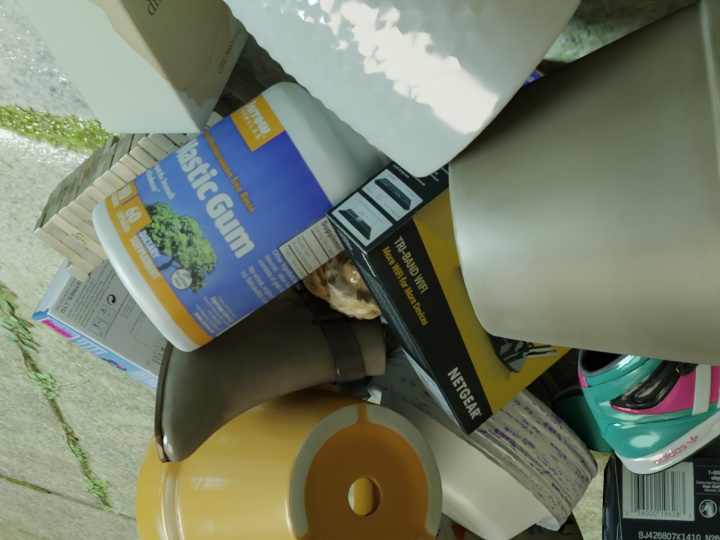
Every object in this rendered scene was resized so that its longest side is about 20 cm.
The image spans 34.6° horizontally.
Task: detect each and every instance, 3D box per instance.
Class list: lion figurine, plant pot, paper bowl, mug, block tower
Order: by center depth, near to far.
[{"bbox_3d":[0.142,-0.037,0.592,0.172,0.202,0.201,-8,141,18],"label":"plant pot"},{"bbox_3d":[0.000,-0.160,0.597,0.175,0.148,0.200,37,177,-11],"label":"mug"},{"bbox_3d":[-0.154,-0.073,0.824,0.199,0.054,0.058,-36,120,28],"label":"block tower"},{"bbox_3d":[-0.051,-0.028,0.835,0.198,0.123,0.073,6,147,25],"label":"lion figurine"},{"bbox_3d":[-0.040,0.167,0.846,0.199,0.202,0.183,34,156,-22],"label":"plant pot"},{"bbox_3d":[0.090,0.148,0.966,0.200,0.105,0.201,35,167,9],"label":"paper bowl"}]

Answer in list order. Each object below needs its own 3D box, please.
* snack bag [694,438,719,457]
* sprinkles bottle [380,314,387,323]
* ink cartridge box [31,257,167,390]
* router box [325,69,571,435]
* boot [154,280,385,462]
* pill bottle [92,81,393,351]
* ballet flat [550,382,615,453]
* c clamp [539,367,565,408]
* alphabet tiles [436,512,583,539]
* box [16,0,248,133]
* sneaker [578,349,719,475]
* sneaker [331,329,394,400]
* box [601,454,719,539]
[{"bbox_3d":[0.310,0.103,0.921,0.187,0.022,0.200,0,143,32],"label":"snack bag"},{"bbox_3d":[0.000,0.000,0.902,0.198,0.069,0.068,17,150,6],"label":"sprinkles bottle"},{"bbox_3d":[-0.150,0.031,0.966,0.199,0.137,0.076,33,164,-19],"label":"ink cartridge box"},{"bbox_3d":[0.085,-0.008,0.745,0.052,0.157,0.201,44,169,45],"label":"router box"},{"bbox_3d":[-0.054,0.063,0.795,0.144,0.201,0.071,-2,118,2],"label":"boot"},{"bbox_3d":[-0.059,-0.048,0.734,0.113,0.199,0.112,55,179,1],"label":"pill bottle"},{"bbox_3d":[0.227,0.102,0.888,0.068,0.062,0.199,58,150,-9],"label":"ballet flat"},{"bbox_3d":[0.136,0.086,0.988,0.169,0.027,0.201,6,148,31],"label":"c clamp"},{"bbox_3d":[0.116,0.219,1.037,0.165,0.201,0.008,1,133,-19],"label":"alphabet tiles"},{"bbox_3d":[-0.150,-0.181,0.684,0.077,0.096,0.201,4,147,25],"label":"box"},{"bbox_3d":[0.220,0.031,0.752,0.200,0.084,0.121,-41,112,9],"label":"sneaker"},{"bbox_3d":[-0.021,0.080,0.978,0.076,0.083,0.200,20,170,25],"label":"sneaker"},{"bbox_3d":[0.264,0.213,0.963,0.121,0.107,0.200,1,167,10],"label":"box"}]
